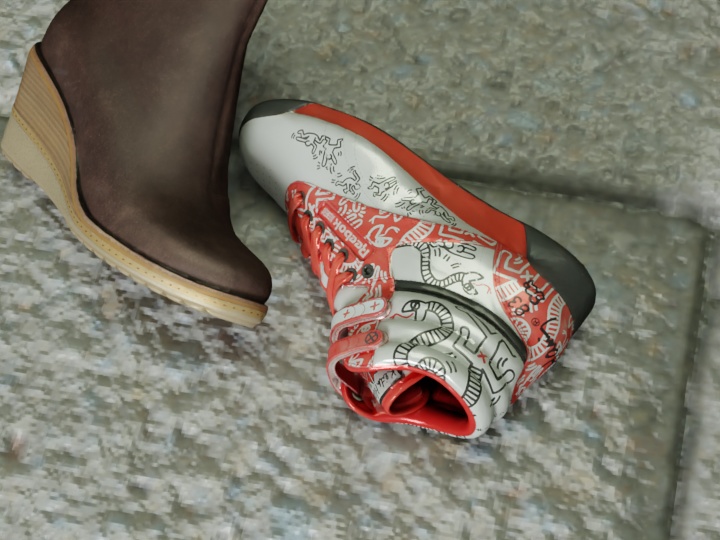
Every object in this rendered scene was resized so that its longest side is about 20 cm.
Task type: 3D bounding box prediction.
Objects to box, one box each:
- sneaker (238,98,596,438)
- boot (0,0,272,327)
[{"bbox_3d":[0.000,0.000,0.903,0.201,0.067,0.108,30,60,18],"label":"sneaker"},{"bbox_3d":[-0.082,-0.085,0.922,0.200,0.072,0.167,39,100,32],"label":"boot"}]
